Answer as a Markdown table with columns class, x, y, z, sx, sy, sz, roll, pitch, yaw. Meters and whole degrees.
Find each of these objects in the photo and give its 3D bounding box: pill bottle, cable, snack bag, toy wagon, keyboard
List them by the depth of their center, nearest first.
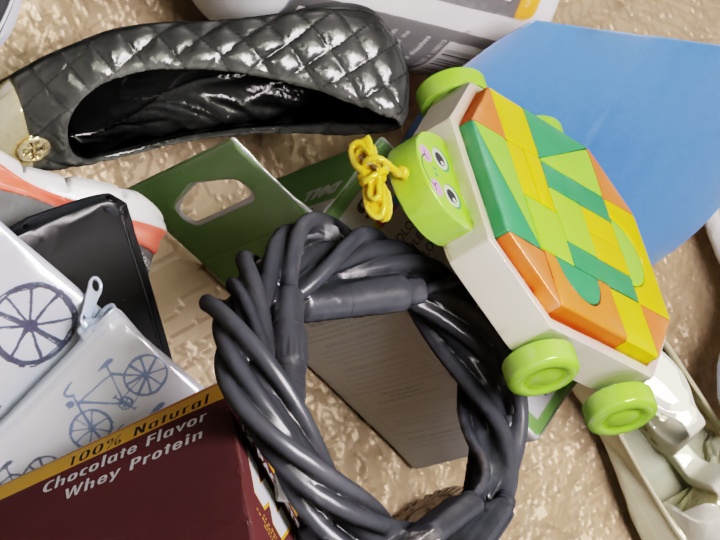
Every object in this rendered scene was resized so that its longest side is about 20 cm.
| class | x | y | z | sx | sy | sz | roll | pitch | yaw |
| --- | --- | --- | --- | --- | --- | --- | --- | --- | --- |
| cable | 0.004 | 0.052 | 1.232 | 0.163 | 0.051 | 0.200 | 50 | 32 | -5 |
| snack bag | -0.164 | 0.081 | 1.234 | 0.200 | 0.021 | 0.189 | 43 | 92 | -18 |
| keyboard | -0.128 | 0.069 | 1.284 | 0.104 | 0.040 | 0.200 | -22 | 112 | -22 |
| toy wagon | 0.067 | -0.017 | 1.299 | 0.200 | 0.040 | 0.155 | 27 | 39 | -52 |
| pill bottle | -0.013 | -0.158 | 1.375 | 0.200 | 0.116 | 0.116 | 11 | 74 | -31 |

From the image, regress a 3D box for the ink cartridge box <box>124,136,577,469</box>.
| class | x | y | z | sx | sy | sz | roll | pitch | yaw |
| --- | --- | --- | --- | --- | --- | --- | --- | --- | --- |
| ink cartridge box | 0.000 | 0.000 | 1.359 | 0.200 | 0.104 | 0.059 | 44 | 60 | -17 |

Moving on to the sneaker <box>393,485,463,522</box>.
| class | x | y | z | sx | sy | sz | roll | pitch | yaw |
| --- | --- | --- | --- | --- | --- | --- | --- | --- | --- |
| sneaker | 0.056 | 0.178 | 1.325 | 0.070 | 0.200 | 0.109 | -27 | 105 | 8 |

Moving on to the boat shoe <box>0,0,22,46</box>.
| class | x | y | z | sx | sy | sz | roll | pitch | yaw |
| --- | --- | --- | --- | --- | --- | --- | --- | --- | --- |
| boat shoe | -0.168 | -0.191 | 1.289 | 0.074 | 0.068 | 0.199 | 13 | 85 | 1 |

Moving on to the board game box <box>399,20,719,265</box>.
| class | x | y | z | sx | sy | sz | roll | pitch | yaw |
| --- | --- | --- | --- | --- | --- | --- | --- | --- | --- |
| board game box | 0.096 | -0.063 | 1.432 | 0.200 | 0.158 | 0.039 | 4 | 40 | -31 |

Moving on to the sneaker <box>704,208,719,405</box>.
| class | x | y | z | sx | sy | sz | roll | pitch | yaw |
| --- | --- | --- | --- | --- | --- | --- | --- | --- | --- |
| sneaker | 0.225 | -0.008 | 1.492 | 0.075 | 0.088 | 0.200 | 24 | 48 | -32 |

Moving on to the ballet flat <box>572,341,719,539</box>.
| class | x | y | z | sx | sy | sz | roll | pitch | yaw |
| --- | --- | --- | --- | --- | --- | --- | --- | --- | --- |
| ballet flat | 0.157 | 0.092 | 1.462 | 0.069 | 0.069 | 0.200 | -40 | 102 | -32 |

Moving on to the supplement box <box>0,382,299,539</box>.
| class | x | y | z | sx | sy | sz | roll | pitch | yaw |
| --- | --- | --- | --- | --- | --- | --- | --- | --- | --- |
| supplement box | -0.105 | 0.170 | 1.144 | 0.197 | 0.200 | 0.133 | -25 | 109 | 2 |

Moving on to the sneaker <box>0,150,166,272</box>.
| class | x | y | z | sx | sy | sz | roll | pitch | yaw |
| --- | --- | --- | --- | --- | --- | --- | --- | --- | --- |
| sneaker | -0.174 | -0.011 | 1.270 | 0.200 | 0.077 | 0.082 | 15 | 80 | -28 |

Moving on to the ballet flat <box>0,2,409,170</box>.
| class | x | y | z | sx | sy | sz | roll | pitch | yaw |
| --- | --- | --- | --- | --- | --- | --- | --- | --- | --- |
| ballet flat | -0.076 | -0.075 | 1.314 | 0.200 | 0.066 | 0.057 | -12 | 57 | -7 |
